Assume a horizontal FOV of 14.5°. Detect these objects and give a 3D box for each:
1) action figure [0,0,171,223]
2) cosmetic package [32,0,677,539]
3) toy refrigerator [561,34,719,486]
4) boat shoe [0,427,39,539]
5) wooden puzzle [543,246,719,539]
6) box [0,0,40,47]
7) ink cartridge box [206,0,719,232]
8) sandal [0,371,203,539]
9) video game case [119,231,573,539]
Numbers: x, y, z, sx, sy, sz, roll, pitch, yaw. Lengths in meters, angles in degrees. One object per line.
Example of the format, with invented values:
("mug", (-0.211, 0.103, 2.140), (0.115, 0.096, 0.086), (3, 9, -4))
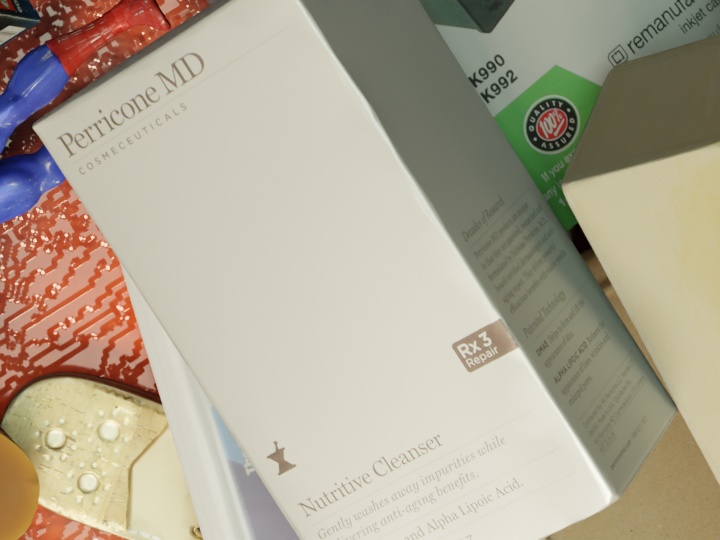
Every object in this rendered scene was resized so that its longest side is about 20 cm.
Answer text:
("action figure", (-0.141, -0.016, 1.004), (0.200, 0.099, 0.065), (-32, 126, 0))
("cosmetic package", (0.000, 0.000, 0.921), (0.113, 0.081, 0.200), (-32, 97, 28))
("toy refrigerator", (0.147, 0.023, 0.947), (0.070, 0.076, 0.200), (-15, 118, 29))
("boat shoe", (-0.215, 0.061, 1.000), (0.200, 0.070, 0.070), (10, 102, -24))
("wooden puzzle", (0.114, 0.079, 1.045), (0.200, 0.037, 0.185), (-29, 97, -29))
("box", (-0.227, -0.094, 0.975), (0.200, 0.038, 0.137), (-31, 83, 15))
("ink cartridge box", (0.031, -0.116, 0.998), (0.146, 0.084, 0.200), (-42, 96, -26))
("sandal", (-0.030, 0.088, 1.038), (0.212, 0.070, 0.078), (14, 93, -7))
("video game case", (0.020, 0.064, 1.017), (0.182, 0.023, 0.200), (-18, 92, -34))
